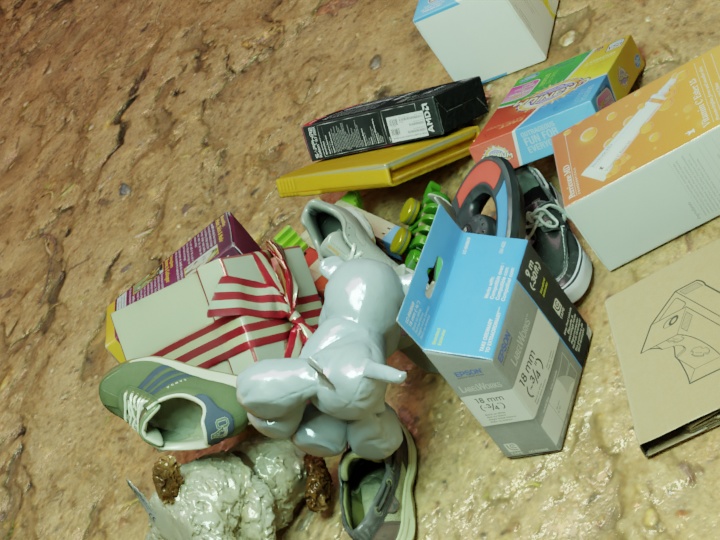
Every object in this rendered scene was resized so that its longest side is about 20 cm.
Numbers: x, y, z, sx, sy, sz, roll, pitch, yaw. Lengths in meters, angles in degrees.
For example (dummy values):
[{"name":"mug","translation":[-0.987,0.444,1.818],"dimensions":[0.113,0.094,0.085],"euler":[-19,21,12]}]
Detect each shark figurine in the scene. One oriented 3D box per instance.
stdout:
[{"name":"shark figurine","translation":[0.055,0.032,1.512],"dimensions":[0.215,0.128,0.089],"euler":[-50,-5,27]}]

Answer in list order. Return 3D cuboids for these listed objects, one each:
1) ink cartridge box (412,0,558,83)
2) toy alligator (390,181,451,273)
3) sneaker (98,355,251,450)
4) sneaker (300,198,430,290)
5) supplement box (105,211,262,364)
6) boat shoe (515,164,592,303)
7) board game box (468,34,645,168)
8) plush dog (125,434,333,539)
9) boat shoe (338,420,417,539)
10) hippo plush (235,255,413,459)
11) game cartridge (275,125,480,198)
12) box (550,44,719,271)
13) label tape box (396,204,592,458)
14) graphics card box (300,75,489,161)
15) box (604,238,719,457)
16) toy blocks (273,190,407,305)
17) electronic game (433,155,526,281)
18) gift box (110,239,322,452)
[{"name":"ink cartridge box","translation":[0.165,-0.352,1.911],"dimensions":[0.127,0.125,0.201],"euler":[-18,39,32]},{"name":"toy alligator","translation":[0.067,-0.019,1.661],"dimensions":[0.054,0.059,0.202],"euler":[-42,27,58]},{"name":"sneaker","translation":[-0.197,0.134,1.495],"dimensions":[0.198,0.068,0.090],"euler":[4,22,31]},{"name":"sneaker","translation":[0.000,0.000,1.609],"dimensions":[0.076,0.092,0.200],"euler":[-50,57,10]},{"name":"supplement box","translation":[-0.201,0.043,1.830],"dimensions":[0.199,0.103,0.131],"euler":[-38,20,7]},{"name":"boat shoe","translation":[0.186,-0.041,1.564],"dimensions":[0.073,0.068,0.201],"euler":[-27,34,21]},{"name":"board game box","translation":[0.218,-0.181,1.669],"dimensions":[0.152,0.041,0.200],"euler":[-20,19,31]},{"name":"plush dog","translation":[-0.121,0.222,1.529],"dimensions":[0.171,0.162,0.199],"euler":[-30,23,-34]},{"name":"boat shoe","translation":[0.012,0.195,1.468],"dimensions":[0.071,0.066,0.202],"euler":[-30,33,18]},{"name":"hippo plush","translation":[-0.027,0.065,1.413],"dimensions":[0.157,0.201,0.163],"euler":[7,59,4]},{"name":"game cartridge","translation":[0.019,-0.126,1.807],"dimensions":[0.199,0.033,0.175],"euler":[-6,14,46]},{"name":"box","translation":[0.301,-0.111,1.499],"dimensions":[0.199,0.098,0.125],"euler":[-29,34,20]},{"name":"label tape box","translation":[0.128,0.052,1.388],"dimensions":[0.063,0.200,0.145],"euler":[-12,42,36]},{"name":"graphics card box","translation":[0.042,-0.184,1.850],"dimensions":[0.198,0.052,0.125],"euler":[-10,11,35]},{"name":"box","translation":[0.305,0.059,1.359],"dimensions":[0.162,0.021,0.201],"euler":[-28,35,20]},{"name":"toy blocks","translation":[-0.023,0.004,1.726],"dimensions":[0.200,0.101,0.136],"euler":[-44,44,-21]},{"name":"electronic game","translation":[0.117,-0.018,1.553],"dimensions":[0.200,0.041,0.203],"euler":[-168,90,-74]},{"name":"gift box","translation":[-0.132,0.086,1.599],"dimensions":[0.185,0.187,0.200],"euler":[-24,-1,28]}]
